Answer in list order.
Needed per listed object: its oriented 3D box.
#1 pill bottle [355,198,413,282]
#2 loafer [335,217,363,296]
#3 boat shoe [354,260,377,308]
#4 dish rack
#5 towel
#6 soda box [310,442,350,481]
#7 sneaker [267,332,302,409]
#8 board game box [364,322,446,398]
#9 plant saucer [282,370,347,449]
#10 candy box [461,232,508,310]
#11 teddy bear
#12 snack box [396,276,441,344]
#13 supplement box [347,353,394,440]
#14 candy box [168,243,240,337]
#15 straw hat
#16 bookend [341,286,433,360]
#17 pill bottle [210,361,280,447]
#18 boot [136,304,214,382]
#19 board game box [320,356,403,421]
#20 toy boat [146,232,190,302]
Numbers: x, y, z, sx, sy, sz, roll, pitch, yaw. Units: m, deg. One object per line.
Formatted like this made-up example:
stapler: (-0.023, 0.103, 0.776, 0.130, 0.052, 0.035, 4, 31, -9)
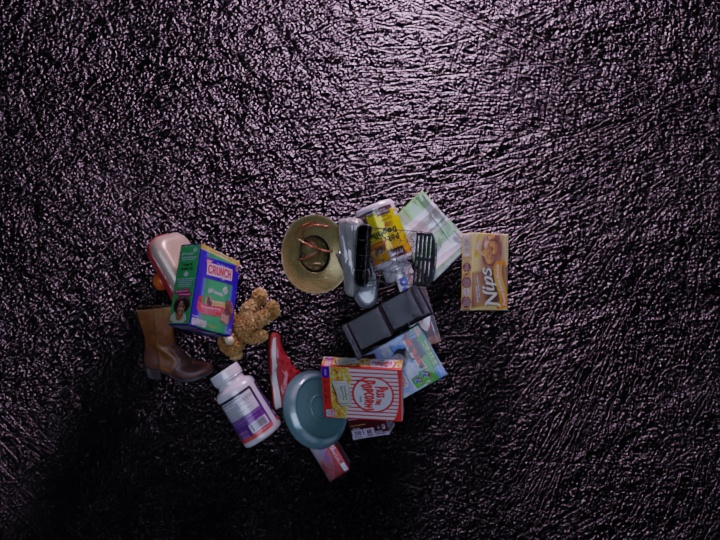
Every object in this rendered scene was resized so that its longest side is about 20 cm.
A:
pill bottle: (0.067, -0.074, 1.619, 0.108, 0.109, 0.202, -21, 91, -1)
loafer: (-0.029, -0.034, 1.593, 0.069, 0.070, 0.203, 6, 100, 21)
boat shoe: (0.001, -0.001, 1.650, 0.073, 0.065, 0.205, -8, 90, -1)
dish rack: (0.087, -0.031, 1.533, 0.197, 0.055, 0.156, 6, 100, 15)
towel: (0.180, -0.093, 1.672, 0.149, 0.031, 0.200, -43, 90, -2)
soda box: (-0.103, 0.442, 1.642, 0.063, 0.070, 0.201, -31, 91, 2)
sneaker: (-0.183, 0.259, 1.652, 0.114, 0.078, 0.203, -4, 97, -13)
board game box: (0.104, 0.255, 1.652, 0.199, 0.037, 0.152, -31, 90, 8)
plant saucer: (-0.107, 0.352, 1.601, 0.198, 0.027, 0.203, 18, 60, -34)
candy box: (0.327, 0.004, 1.646, 0.114, 0.055, 0.203, 1, 90, -22)
teddy bear: (-0.298, 0.138, 1.638, 0.199, 0.067, 0.146, -31, 84, 2)
snack box: (0.153, 0.102, 1.672, 0.071, 0.024, 0.203, -16, 90, 2)
supplement box: (0.009, 0.328, 1.625, 0.108, 0.061, 0.203, -15, 95, 21)
candy box: (-0.385, 0.053, 1.564, 0.076, 0.169, 0.203, -3, 74, 24)
straw hat: (-0.124, -0.045, 1.633, 0.198, 0.085, 0.204, -2, 96, -19)
bookend: (0.073, 0.124, 1.569, 0.198, 0.199, 0.093, -28, 88, 8)
pill bottle: (-0.301, 0.343, 1.618, 0.111, 0.111, 0.201, -32, 90, -1)
boot: (-0.475, 0.181, 1.617, 0.186, 0.069, 0.203, 3, 108, 11)
board game box: (0.006, 0.291, 1.540, 0.197, 0.046, 0.153, 1, 114, 8)
toy boat: (-0.489, 0.012, 1.627, 0.130, 0.130, 0.202, -30, 90, 29)
